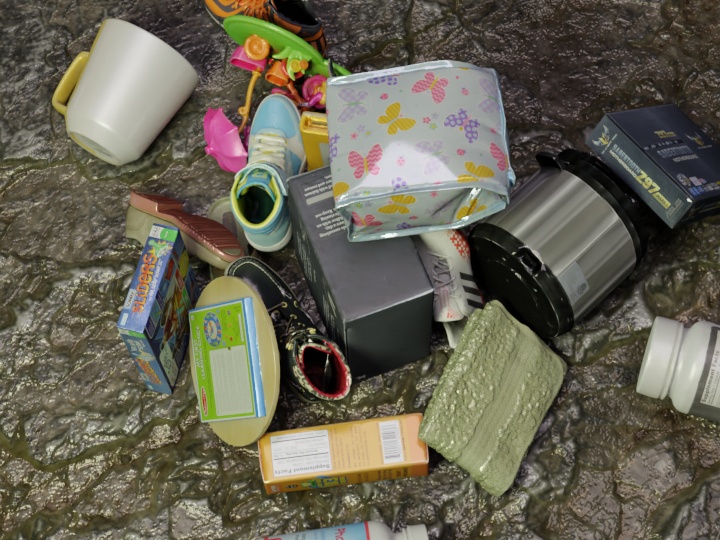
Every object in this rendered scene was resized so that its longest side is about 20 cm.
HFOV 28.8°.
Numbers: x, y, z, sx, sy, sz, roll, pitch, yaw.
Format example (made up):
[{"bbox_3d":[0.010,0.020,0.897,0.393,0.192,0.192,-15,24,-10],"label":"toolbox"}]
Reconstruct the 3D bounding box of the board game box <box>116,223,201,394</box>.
[{"bbox_3d":[-0.236,0.050,1.673,0.034,0.200,0.136,12,65,8],"label":"board game box"}]

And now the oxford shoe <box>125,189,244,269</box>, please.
[{"bbox_3d":[-0.224,-0.036,1.771,0.199,0.070,0.074,30,107,38],"label":"oxford shoe"}]

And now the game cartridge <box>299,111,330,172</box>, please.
[{"bbox_3d":[0.018,-0.131,1.747,0.175,0.200,0.033,9,69,7],"label":"game cartridge"}]

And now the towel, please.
[{"bbox_3d":[0.160,0.150,1.666,0.148,0.036,0.201,37,66,-15],"label":"towel"}]

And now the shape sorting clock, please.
[{"bbox_3d":[-0.149,0.107,1.660,0.039,0.200,0.201,-4,58,-40],"label":"shape sorting clock"}]

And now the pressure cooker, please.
[{"bbox_3d":[0.252,-0.037,1.705,0.200,0.176,0.179,-41,67,-15],"label":"pressure cooker"}]

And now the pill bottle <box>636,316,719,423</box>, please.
[{"bbox_3d":[0.436,0.125,1.658,0.198,0.113,0.114,15,66,10],"label":"pill bottle"}]

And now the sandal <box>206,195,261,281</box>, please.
[{"bbox_3d":[-0.159,-0.010,1.776,0.079,0.057,0.202,-16,65,-5],"label":"sandal"}]

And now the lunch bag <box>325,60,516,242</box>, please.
[{"bbox_3d":[0.069,-0.133,1.573,0.198,0.127,0.171,-10,67,8],"label":"lunch bag"}]

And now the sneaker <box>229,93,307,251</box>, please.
[{"bbox_3d":[-0.112,-0.132,1.719,0.079,0.131,0.202,0,80,7],"label":"sneaker"}]

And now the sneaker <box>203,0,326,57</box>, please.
[{"bbox_3d":[-0.130,-0.365,1.910,0.199,0.112,0.078,27,68,14],"label":"sneaker"}]

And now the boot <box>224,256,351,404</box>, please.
[{"bbox_3d":[-0.082,0.068,1.650,0.073,0.154,0.204,-33,95,-12],"label":"boot"}]

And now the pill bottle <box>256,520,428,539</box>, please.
[{"bbox_3d":[-0.019,0.342,1.578,0.198,0.109,0.110,-9,65,-2],"label":"pill bottle"}]

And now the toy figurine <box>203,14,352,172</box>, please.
[{"bbox_3d":[-0.125,-0.208,1.851,0.199,0.150,0.185,25,81,-13],"label":"toy figurine"}]

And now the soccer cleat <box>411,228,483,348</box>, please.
[{"bbox_3d":[0.102,0.013,1.680,0.068,0.201,0.086,-2,51,21],"label":"soccer cleat"}]

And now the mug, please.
[{"bbox_3d":[-0.319,-0.224,1.860,0.149,0.186,0.154,33,77,-18],"label":"mug"}]

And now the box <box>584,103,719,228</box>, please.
[{"bbox_3d":[0.391,-0.135,1.754,0.158,0.051,0.199,48,33,21],"label":"box"}]

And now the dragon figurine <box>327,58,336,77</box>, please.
[{"bbox_3d":[0.036,-0.202,1.835,0.099,0.059,0.201,-29,90,-3],"label":"dragon figurine"}]

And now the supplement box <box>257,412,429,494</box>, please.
[{"bbox_3d":[-0.020,0.218,1.661,0.198,0.067,0.069,-5,68,0],"label":"supplement box"}]

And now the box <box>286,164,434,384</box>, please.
[{"bbox_3d":[0.000,0.000,1.689,0.117,0.197,0.201,-19,66,-8],"label":"box"}]
